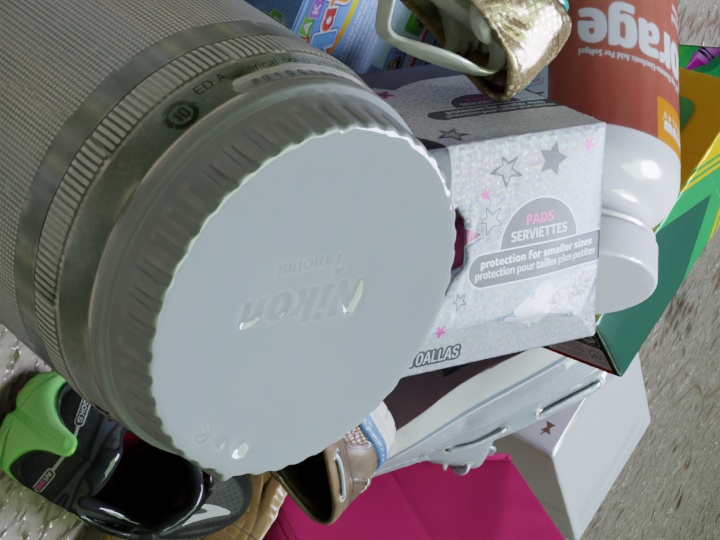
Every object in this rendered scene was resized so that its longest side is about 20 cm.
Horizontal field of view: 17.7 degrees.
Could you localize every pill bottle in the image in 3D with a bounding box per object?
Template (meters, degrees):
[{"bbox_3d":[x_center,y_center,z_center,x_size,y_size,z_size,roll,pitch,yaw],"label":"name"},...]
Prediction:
[{"bbox_3d":[0.116,-0.085,1.234,0.112,0.111,0.202,65,25,-64],"label":"pill bottle"}]

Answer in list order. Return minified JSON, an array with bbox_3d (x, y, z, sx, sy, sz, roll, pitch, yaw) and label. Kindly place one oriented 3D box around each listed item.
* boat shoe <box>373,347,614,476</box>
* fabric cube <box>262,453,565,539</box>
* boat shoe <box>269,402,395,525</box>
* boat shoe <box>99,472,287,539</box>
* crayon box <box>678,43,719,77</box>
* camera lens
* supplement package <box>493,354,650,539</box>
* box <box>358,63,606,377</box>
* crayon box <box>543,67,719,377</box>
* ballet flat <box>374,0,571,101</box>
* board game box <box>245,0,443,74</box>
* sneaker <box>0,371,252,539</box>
[{"bbox_3d":[0.060,0.085,1.355,0.200,0.070,0.072,-28,119,9],"label":"boat shoe"},{"bbox_3d":[0.022,0.247,1.392,0.199,0.200,0.197,1,126,-30],"label":"fabric cube"},{"bbox_3d":[-0.046,0.059,1.203,0.200,0.072,0.073,50,49,-36],"label":"boat shoe"},{"bbox_3d":[-0.080,0.131,1.309,0.200,0.071,0.069,-42,172,-34],"label":"boat shoe"},{"bbox_3d":[0.170,-0.065,1.506,0.200,0.118,0.059,117,-31,-52],"label":"crayon box"},{"bbox_3d":[-0.079,-0.033,0.900,0.159,0.200,0.161,-24,131,-31],"label":"camera lens"},{"bbox_3d":[0.130,0.095,1.682,0.118,0.116,0.200,-56,159,-15],"label":"supplement package"},{"bbox_3d":[0.001,-0.023,1.097,0.199,0.132,0.116,-11,113,-29],"label":"box"},{"bbox_3d":[0.109,-0.049,1.338,0.173,0.199,0.058,-54,139,-19],"label":"crayon box"},{"bbox_3d":[0.014,-0.144,1.056,0.070,0.199,0.066,-8,-128,63],"label":"ballet flat"},{"bbox_3d":[-0.010,-0.115,1.215,0.152,0.036,0.200,-66,160,10],"label":"board game box"},{"bbox_3d":[-0.109,0.111,1.174,0.077,0.083,0.200,-60,151,2],"label":"sneaker"}]
